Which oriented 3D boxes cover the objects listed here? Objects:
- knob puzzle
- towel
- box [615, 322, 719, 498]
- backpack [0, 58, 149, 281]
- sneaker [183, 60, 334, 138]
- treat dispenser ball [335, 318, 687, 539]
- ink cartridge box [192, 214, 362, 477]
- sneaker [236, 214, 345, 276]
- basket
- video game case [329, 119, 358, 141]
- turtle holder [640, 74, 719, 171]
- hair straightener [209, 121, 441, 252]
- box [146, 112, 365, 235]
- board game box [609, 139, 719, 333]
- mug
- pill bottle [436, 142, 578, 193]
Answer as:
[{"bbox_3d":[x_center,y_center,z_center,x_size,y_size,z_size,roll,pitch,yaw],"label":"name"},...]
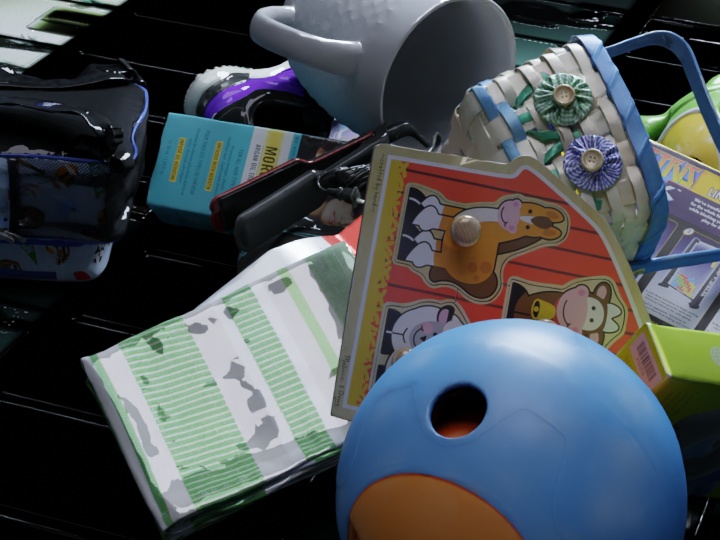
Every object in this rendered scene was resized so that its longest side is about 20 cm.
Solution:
[{"bbox_3d":[0.092,0.023,1.290,0.217,0.222,0.030,-1,-6,-7],"label":"knob puzzle"},{"bbox_3d":[-0.066,0.075,1.319,0.198,0.023,0.153,-24,59,-13],"label":"towel"},{"bbox_3d":[0.229,0.093,1.282,0.198,0.122,0.048,8,48,-31],"label":"box"},{"bbox_3d":[-0.266,-0.083,1.589,0.188,0.156,0.200,10,20,-4],"label":"backpack"},{"bbox_3d":[-0.048,-0.141,1.780,0.199,0.070,0.099,-19,42,-34],"label":"sneaker"},{"bbox_3d":[0.084,0.129,1.150,0.198,0.203,0.201,2,27,-1],"label":"treat dispenser ball"},{"bbox_3d":[0.010,0.029,1.385,0.200,0.047,0.160,-40,62,-19],"label":"ink cartridge box"},{"bbox_3d":[0.000,0.000,1.559,0.198,0.076,0.080,-2,35,9],"label":"sneaker"},{"bbox_3d":[0.171,-0.071,1.402,0.198,0.139,0.178,-14,66,-25],"label":"basket"},{"bbox_3d":[0.009,-0.090,1.774,0.198,0.023,0.182,-14,31,-30],"label":"video game case"},{"bbox_3d":[0.295,-0.085,1.636,0.186,0.141,0.132,45,21,-14],"label":"turtle holder"},{"bbox_3d":[-0.014,-0.063,1.558,0.199,0.041,0.077,-23,39,-25],"label":"hair straightener"},{"bbox_3d":[-0.067,-0.067,1.644,0.198,0.083,0.049,10,-14,14],"label":"box"},{"bbox_3d":[0.237,0.016,1.442,0.199,0.057,0.166,29,71,30],"label":"board game box"},{"bbox_3d":[0.000,-0.186,1.676,0.199,0.149,0.175,-1,25,-42],"label":"mug"},{"bbox_3d":[0.149,-0.046,1.611,0.199,0.105,0.104,22,32,33],"label":"pill bottle"}]
